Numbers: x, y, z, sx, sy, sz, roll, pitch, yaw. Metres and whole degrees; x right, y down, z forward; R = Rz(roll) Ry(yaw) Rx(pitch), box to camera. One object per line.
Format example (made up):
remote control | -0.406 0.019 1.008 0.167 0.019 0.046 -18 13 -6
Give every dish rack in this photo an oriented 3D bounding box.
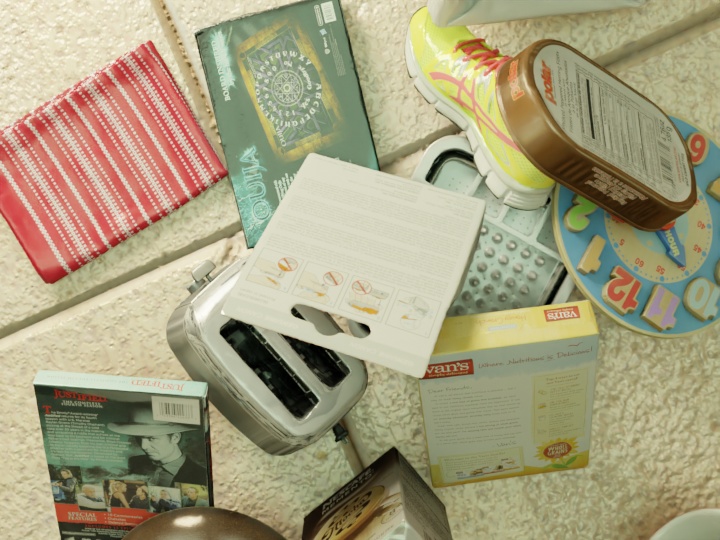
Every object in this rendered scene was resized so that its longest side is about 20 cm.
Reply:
dish rack | 0.097 0.001 0.925 0.171 0.044 0.201 28 94 -1

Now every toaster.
toaster | -0.073 0.077 0.882 0.114 0.129 0.200 -41 91 -16

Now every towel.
towel | -0.238 -0.096 0.942 0.199 0.022 0.145 -31 93 3

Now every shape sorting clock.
shape sorting clock | 0.254 -0.042 0.891 0.198 0.039 0.202 2 81 -15

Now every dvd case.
dvd case | -0.199 0.174 0.909 0.145 0.022 0.201 4 126 2

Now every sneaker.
sneaker | 0.113 -0.153 0.869 0.078 0.090 0.201 -23 71 -35

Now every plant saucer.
plant saucer | -0.137 0.305 0.933 0.198 0.032 0.202 1 109 3

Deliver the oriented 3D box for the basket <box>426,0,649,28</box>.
basket | 0.150 -0.289 0.836 0.198 0.136 0.124 -8 73 -12

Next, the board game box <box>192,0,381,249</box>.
board game box | -0.060 -0.131 0.930 0.134 0.028 0.202 -13 94 3

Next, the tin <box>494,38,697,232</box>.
tin | 0.188 -0.105 0.814 0.199 0.113 0.042 24 138 -29

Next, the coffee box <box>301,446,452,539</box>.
coffee box | 0.013 0.233 0.864 0.113 0.200 0.080 -40 95 3

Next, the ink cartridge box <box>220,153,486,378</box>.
ink cartridge box | 0.000 0.000 0.823 0.159 0.201 0.047 17 137 9

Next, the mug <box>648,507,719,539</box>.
mug | 0.325 0.298 0.886 0.200 0.177 0.134 39 90 -25

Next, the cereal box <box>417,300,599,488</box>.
cereal box | 0.120 0.107 0.870 0.142 0.040 0.201 -7 138 2
